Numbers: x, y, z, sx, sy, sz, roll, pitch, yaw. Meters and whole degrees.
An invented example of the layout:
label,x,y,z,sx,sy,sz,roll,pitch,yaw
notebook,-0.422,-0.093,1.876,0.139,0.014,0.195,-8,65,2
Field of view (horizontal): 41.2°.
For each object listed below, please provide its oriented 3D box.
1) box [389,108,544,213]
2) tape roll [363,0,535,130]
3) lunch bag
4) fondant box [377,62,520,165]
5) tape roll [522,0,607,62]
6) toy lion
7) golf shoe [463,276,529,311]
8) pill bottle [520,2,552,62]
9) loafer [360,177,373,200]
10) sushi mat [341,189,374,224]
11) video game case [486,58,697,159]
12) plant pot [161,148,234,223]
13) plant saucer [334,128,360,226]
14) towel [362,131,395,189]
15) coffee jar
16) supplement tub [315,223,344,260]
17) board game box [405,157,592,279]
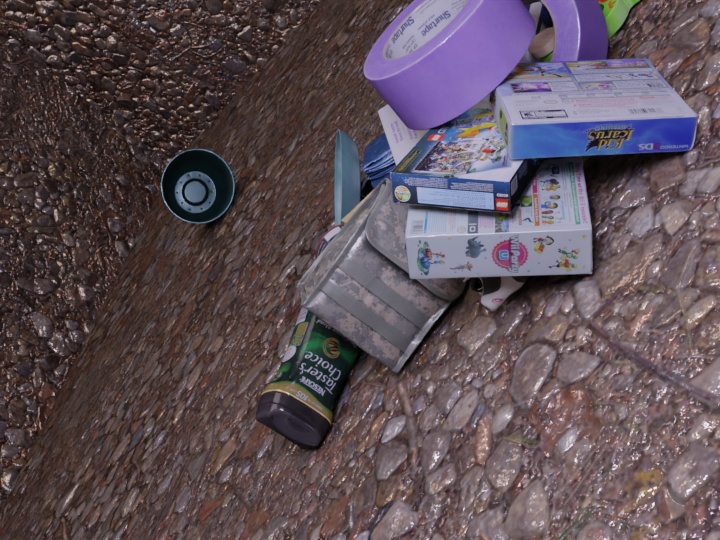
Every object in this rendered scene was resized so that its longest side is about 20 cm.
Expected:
label,x,y,z,sx,sy,sz,roll,pitch,yaw
box,0.133,-0.131,1.089,0.135,0.038,0.200,6,32,25
tape roll,0.104,-0.269,1.148,0.199,0.085,0.201,-34,28,20
lunch bag,0.040,0.001,1.253,0.201,0.163,0.118,-52,15,5
fondant box,0.131,-0.186,1.252,0.199,0.058,0.146,-27,77,38
tape roll,0.219,-0.297,1.272,0.198,0.084,0.203,4,96,38
toy lion,0.342,-0.385,1.361,0.190,0.069,0.202,-24,36,41
golf shoe,0.149,-0.024,1.185,0.089,0.077,0.200,-55,20,10
pill bottle,0.230,-0.347,1.459,0.111,0.111,0.202,-32,29,45
loafer,0.033,-0.140,1.621,0.073,0.071,0.200,-55,21,-5
sushi mat,0.058,-0.129,1.432,0.200,0.012,0.096,-44,24,-1
video game case,0.251,-0.185,1.078,0.182,0.197,0.046,-93,1,-58
plant pot,-0.455,-0.226,2.667,0.202,0.199,0.161,-56,9,-8
plant saucer,-0.022,-0.140,1.638,0.200,0.035,0.204,-179,90,-85
towel,0.088,-0.207,1.433,0.199,0.049,0.112,-33,27,23
coffee jar,-0.067,0.144,1.351,0.085,0.104,0.202,-26,34,55
supplement tub,0.000,0.000,1.425,0.107,0.106,0.200,-52,20,3
board game box,0.155,-0.059,1.075,0.197,0.065,0.148,-3,37,11
